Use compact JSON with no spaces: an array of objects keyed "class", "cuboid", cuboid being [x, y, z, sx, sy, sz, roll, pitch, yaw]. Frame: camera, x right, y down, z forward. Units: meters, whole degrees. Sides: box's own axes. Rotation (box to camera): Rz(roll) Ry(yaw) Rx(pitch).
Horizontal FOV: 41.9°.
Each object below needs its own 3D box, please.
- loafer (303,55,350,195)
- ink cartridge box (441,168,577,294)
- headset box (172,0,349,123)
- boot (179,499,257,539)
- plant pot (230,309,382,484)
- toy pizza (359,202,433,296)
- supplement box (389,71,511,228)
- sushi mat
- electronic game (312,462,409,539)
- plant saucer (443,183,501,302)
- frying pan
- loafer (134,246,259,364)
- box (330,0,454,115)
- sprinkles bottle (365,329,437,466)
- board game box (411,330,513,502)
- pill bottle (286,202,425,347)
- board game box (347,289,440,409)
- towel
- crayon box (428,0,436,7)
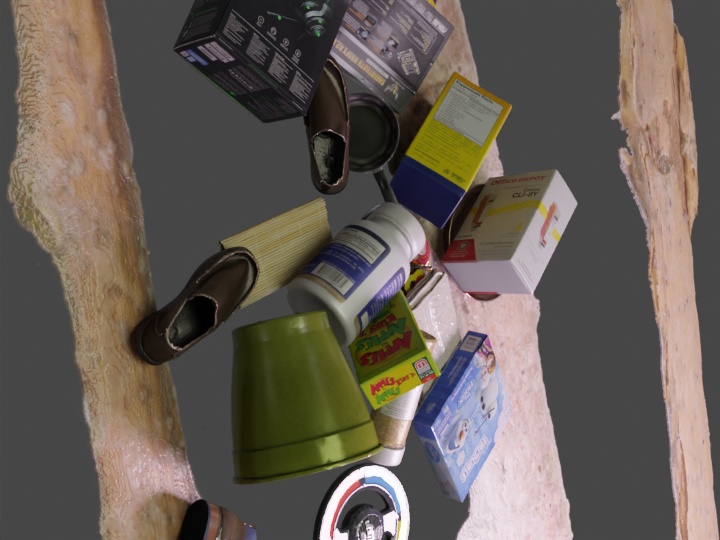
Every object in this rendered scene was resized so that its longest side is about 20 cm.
[{"class":"loafer","cuboid":[-0.043,-0.206,1.318,0.072,0.071,0.202,-10,100,-6]},{"class":"ink cartridge box","cuboid":[0.243,-0.063,1.532,0.084,0.144,0.201,51,56,-30]},{"class":"headset box","cuboid":[-0.124,-0.329,1.237,0.174,0.092,0.202,35,66,-39]},{"class":"boot","cuboid":[-0.190,0.400,1.185,0.097,0.074,0.202,29,68,-39]},{"class":"plant pot","cuboid":[-0.086,0.157,1.225,0.199,0.199,0.195,-7,84,-45]},{"class":"toy pizza","cuboid":[0.055,-0.005,1.465,0.199,0.032,0.203,0,90,-45]},{"class":"supplement box","cuboid":[0.137,-0.187,1.466,0.108,0.110,0.201,31,63,1]},{"class":"sushi mat","cuboid":[-0.111,-0.027,1.309,0.199,0.012,0.097,-29,111,-42]},{"class":"electronic game","cuboid":[0.004,0.390,1.406,0.199,0.041,0.203,-1,91,-46]},{"class":"plant saucer","cuboid":[0.203,-0.047,1.616,0.199,0.034,0.203,-1,91,-47]},{"class":"frying pan","cuboid":[0.027,-0.176,1.379,0.190,0.031,0.115,42,95,-10]},{"class":"loafer","cuboid":[-0.188,0.045,1.171,0.200,0.071,0.073,-49,116,-32]},{"class":"box","cuboid":[0.030,-0.349,1.388,0.199,0.048,0.159,30,93,-41]},{"class":"sprinkles bottle","cuboid":[0.056,0.186,1.402,0.068,0.068,0.202,9,101,-45]},{"class":"board game box","cuboid":[0.174,0.241,1.554,0.201,0.043,0.200,-53,137,-32]},{"class":"pill bottle","cuboid":[0.000,0.000,1.333,0.200,0.119,0.120,-46,121,-28]},{"class":"board game box","cuboid":[0.036,0.100,1.315,0.101,0.200,0.048,-28,117,3]},{"class":"towel","cuboid":[0.114,0.109,1.501,0.133,0.034,0.202,-45,131,-36]},{"class":"crayon box","cuboid":[0.057,-0.507,1.447,0.172,0.058,0.202,23,75,-42]}]
